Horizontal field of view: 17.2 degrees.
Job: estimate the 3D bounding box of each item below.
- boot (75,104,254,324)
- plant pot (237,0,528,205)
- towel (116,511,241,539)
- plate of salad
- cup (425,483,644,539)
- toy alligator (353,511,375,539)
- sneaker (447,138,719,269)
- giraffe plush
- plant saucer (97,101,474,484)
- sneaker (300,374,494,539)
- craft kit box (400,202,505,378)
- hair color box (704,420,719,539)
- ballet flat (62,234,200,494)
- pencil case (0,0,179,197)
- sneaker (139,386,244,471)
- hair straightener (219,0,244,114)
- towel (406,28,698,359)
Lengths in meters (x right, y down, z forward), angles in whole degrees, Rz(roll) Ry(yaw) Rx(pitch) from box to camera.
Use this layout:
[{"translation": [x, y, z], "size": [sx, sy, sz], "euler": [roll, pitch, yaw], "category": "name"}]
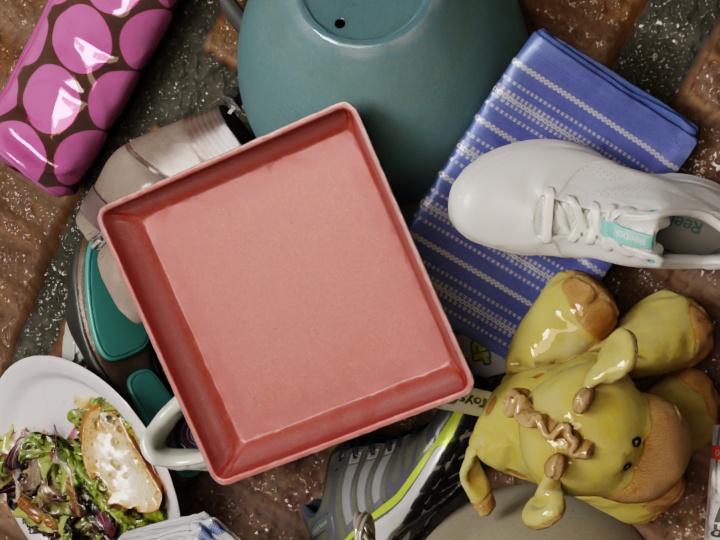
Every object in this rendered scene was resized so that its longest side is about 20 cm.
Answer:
[{"translation": [-0.108, -0.011, 1.647], "size": [0.146, 0.070, 0.201], "euler": [-39, 69, 21], "category": "boot"}, {"translation": [0.010, -0.160, 1.548], "size": [0.199, 0.135, 0.201], "euler": [-2, 71, 5], "category": "plant pot"}, {"translation": [-0.073, 0.243, 1.635], "size": [0.200, 0.024, 0.147], "euler": [46, 151, -15], "category": "towel"}, {"translation": [-0.209, 0.158, 1.730], "size": [0.199, 0.048, 0.201], "euler": [21, 125, 34], "category": "plate of salad"}, {"translation": [0.095, 0.252, 1.577], "size": [0.199, 0.143, 0.202], "euler": [2, 95, 25], "category": "cup"}, {"translation": [0.037, 0.247, 1.491], "size": [0.054, 0.059, 0.201], "euler": [-10, 90, 24], "category": "toy alligator"}, {"translation": [0.157, -0.034, 1.508], "size": [0.199, 0.089, 0.076], "euler": [4, 109, -10], "category": "sneaker"}, {"translation": [0.146, 0.092, 1.493], "size": [0.199, 0.162, 0.174], "euler": [-5, 96, -9], "category": "giraffe plush"}, {"translation": [-0.045, 0.014, 1.532], "size": [0.199, 0.037, 0.201], "euler": [-22, 96, 23], "category": "plant saucer"}, {"translation": [0.021, 0.137, 1.632], "size": [0.081, 0.074, 0.200], "euler": [50, 120, 20], "category": "sneaker"}, {"translation": [0.000, 0.000, 1.658], "size": [0.197, 0.048, 0.201], "euler": [-19, 86, 22], "category": "craft kit box"}, {"translation": [0.279, 0.200, 1.534], "size": [0.110, 0.064, 0.201], "euler": [5, 97, 23], "category": "hair color box"}, {"translation": [-0.180, 0.073, 1.734], "size": [0.068, 0.068, 0.201], "euler": [-24, 83, 37], "category": "ballet flat"}, {"translation": [-0.203, -0.156, 1.716], "size": [0.093, 0.091, 0.201], "euler": [25, 104, -15], "category": "pencil case"}, {"translation": [-0.060, 0.092, 1.615], "size": [0.199, 0.100, 0.075], "euler": [-28, 81, 22], "category": "sneaker"}, {"translation": [-0.054, -0.119, 1.639], "size": [0.077, 0.041, 0.201], "euler": [-27, 67, -3], "category": "hair straightener"}, {"translation": [0.117, -0.042, 1.552], "size": [0.144, 0.024, 0.201], "euler": [30, 98, -24], "category": "towel"}]
